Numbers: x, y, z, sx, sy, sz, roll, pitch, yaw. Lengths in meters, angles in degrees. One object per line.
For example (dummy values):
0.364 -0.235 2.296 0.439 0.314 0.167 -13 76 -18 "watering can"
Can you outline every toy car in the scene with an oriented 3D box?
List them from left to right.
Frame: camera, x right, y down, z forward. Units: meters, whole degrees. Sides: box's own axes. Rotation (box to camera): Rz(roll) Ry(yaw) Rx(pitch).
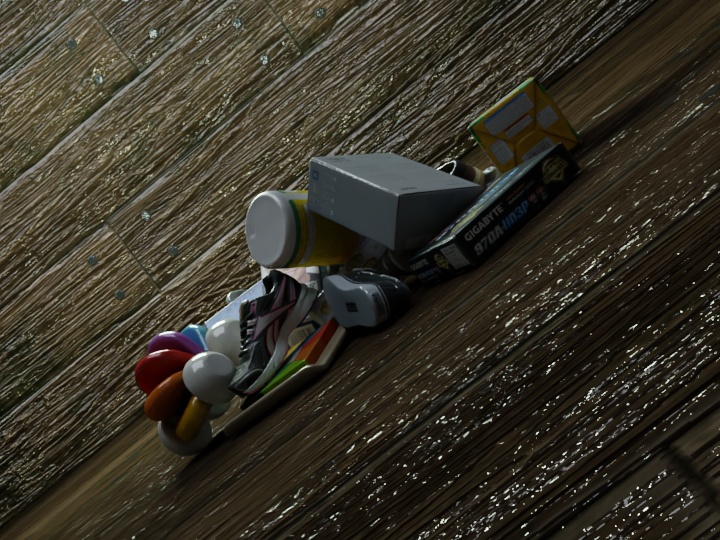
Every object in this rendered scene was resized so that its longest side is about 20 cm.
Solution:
-0.252 0.155 1.454 0.176 0.149 0.201 -59 3 32 "toy car"

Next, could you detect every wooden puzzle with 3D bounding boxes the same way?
-0.094 0.135 1.374 0.184 0.037 0.200 -37 4 26 "wooden puzzle"

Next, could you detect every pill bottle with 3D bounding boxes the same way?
-0.063 -0.063 1.481 0.198 0.114 0.112 -5 -21 -41 "pill bottle"

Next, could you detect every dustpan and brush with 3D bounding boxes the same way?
0.189 -0.127 1.559 0.139 0.057 0.200 -39 6 -11 "dustpan and brush"

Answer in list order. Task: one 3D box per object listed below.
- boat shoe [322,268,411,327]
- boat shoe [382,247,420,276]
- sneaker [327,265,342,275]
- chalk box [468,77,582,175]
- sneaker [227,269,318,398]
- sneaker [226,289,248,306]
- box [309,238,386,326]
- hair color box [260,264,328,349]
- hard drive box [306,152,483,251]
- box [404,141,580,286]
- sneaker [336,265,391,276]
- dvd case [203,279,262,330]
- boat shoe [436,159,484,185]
0.008 0.031 1.316 0.067 0.074 0.199 -21 4 -20 "boat shoe"
0.079 -0.029 1.420 0.060 0.072 0.201 -38 -2 31 "boat shoe"
-0.048 0.012 1.683 0.076 0.070 0.201 -99 27 -42 "sneaker"
0.250 -0.213 1.521 0.124 0.124 0.200 -37 4 12 "chalk box"
-0.142 0.085 1.390 0.080 0.086 0.201 -35 23 51 "sneaker"
-0.172 0.101 1.740 0.199 0.071 0.099 22 -59 -42 "sneaker"
0.000 0.000 1.461 0.200 0.041 0.039 -50 -20 -15 "box"
-0.101 0.026 1.555 0.099 0.061 0.201 -18 46 8 "hair color box"
0.045 -0.101 1.368 0.155 0.078 0.199 -9 24 -37 "hard drive box"
0.164 -0.068 1.242 0.200 0.046 0.159 -41 4 -20 "box"
-0.022 0.047 1.617 0.076 0.076 0.200 1 -30 -43 "sneaker"
-0.158 0.102 1.580 0.142 0.018 0.200 -37 43 -4 "dvd case"
0.100 -0.118 1.520 0.199 0.065 0.073 -23 40 44 "boat shoe"
